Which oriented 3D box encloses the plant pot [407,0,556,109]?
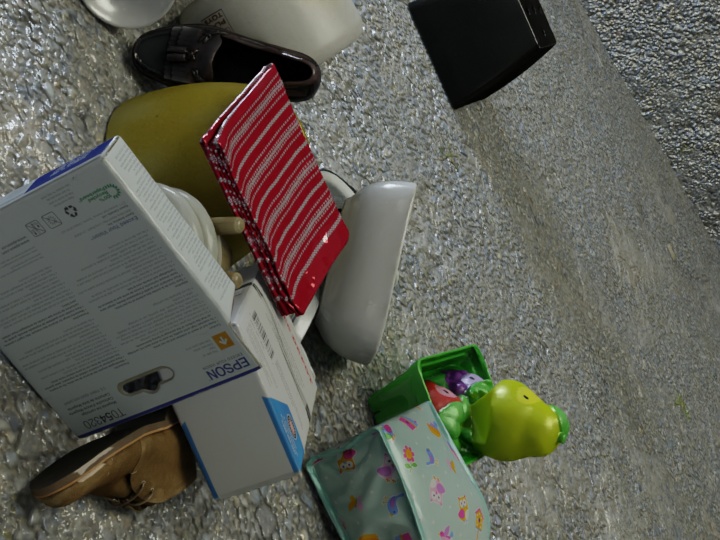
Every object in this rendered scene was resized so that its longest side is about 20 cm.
[{"bbox_3d":[0.228,-0.417,2.117,0.200,0.177,0.199,66,26,-4],"label":"plant pot"}]

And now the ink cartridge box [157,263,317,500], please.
[{"bbox_3d":[-0.107,0.093,1.091,0.200,0.084,0.145,-80,149,-75],"label":"ink cartridge box"}]

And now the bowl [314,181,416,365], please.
[{"bbox_3d":[0.000,0.000,1.341,0.200,0.074,0.200,124,-20,-80],"label":"bowl"}]

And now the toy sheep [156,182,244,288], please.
[{"bbox_3d":[-0.187,-0.015,1.045,0.200,0.138,0.138,8,62,-54],"label":"toy sheep"}]

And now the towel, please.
[{"bbox_3d":[-0.072,-0.073,1.125,0.145,0.022,0.200,-59,135,-47],"label":"towel"}]

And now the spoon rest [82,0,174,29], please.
[{"bbox_3d":[-0.203,-0.325,1.195,0.099,0.200,0.061,31,22,-26],"label":"spoon rest"}]

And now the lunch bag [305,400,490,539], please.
[{"bbox_3d":[0.052,0.260,1.296,0.200,0.122,0.170,64,24,6],"label":"lunch bag"}]

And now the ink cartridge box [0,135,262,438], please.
[{"bbox_3d":[-0.199,0.020,0.915,0.200,0.196,0.043,55,30,-24],"label":"ink cartridge box"}]

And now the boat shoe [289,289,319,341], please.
[{"bbox_3d":[-0.083,0.014,1.311,0.070,0.071,0.200,27,43,-14],"label":"boat shoe"}]

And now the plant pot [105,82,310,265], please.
[{"bbox_3d":[-0.135,-0.109,1.207,0.200,0.142,0.200,43,35,-40],"label":"plant pot"}]

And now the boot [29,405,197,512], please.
[{"bbox_3d":[-0.187,0.164,0.974,0.200,0.073,0.076,-20,93,-67],"label":"boot"}]

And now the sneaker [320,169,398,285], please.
[{"bbox_3d":[-0.015,-0.072,1.501,0.112,0.073,0.200,-89,154,-46],"label":"sneaker"}]

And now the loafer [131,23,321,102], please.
[{"bbox_3d":[-0.137,-0.218,1.246,0.063,0.200,0.072,-171,-91,-84],"label":"loafer"}]

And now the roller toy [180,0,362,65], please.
[{"bbox_3d":[-0.103,-0.285,1.360,0.140,0.182,0.200,59,-6,-14],"label":"roller toy"}]

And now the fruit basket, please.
[{"bbox_3d":[0.141,0.166,1.451,0.215,0.215,0.156,-6,75,-63],"label":"fruit basket"}]
